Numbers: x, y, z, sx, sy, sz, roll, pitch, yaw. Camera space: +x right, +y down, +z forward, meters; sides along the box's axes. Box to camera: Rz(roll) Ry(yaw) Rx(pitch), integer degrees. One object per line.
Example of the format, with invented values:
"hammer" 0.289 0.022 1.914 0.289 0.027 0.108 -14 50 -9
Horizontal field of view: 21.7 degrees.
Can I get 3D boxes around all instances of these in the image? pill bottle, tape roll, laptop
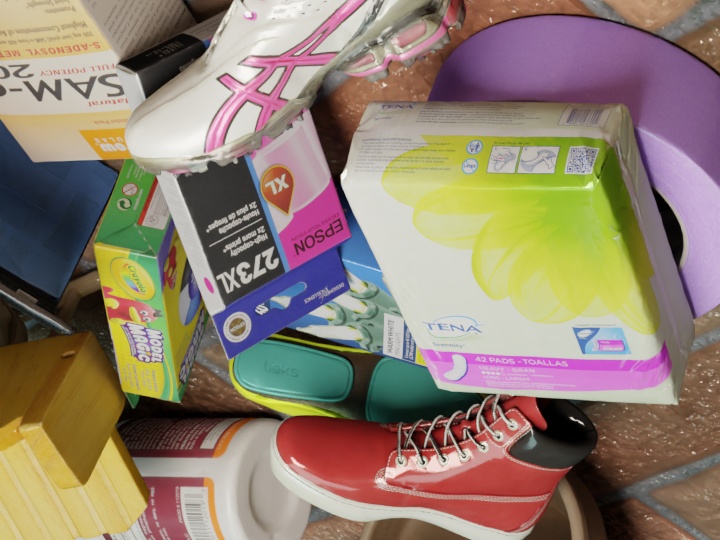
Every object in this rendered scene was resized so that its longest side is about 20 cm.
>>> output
"pill bottle" -0.148 0.176 1.512 0.199 0.115 0.114 -3 140 34
"tape roll" 0.126 -0.051 1.067 0.199 0.066 0.201 16 146 11
"laptop" -0.240 -0.061 1.155 0.187 0.116 0.200 32 174 -15

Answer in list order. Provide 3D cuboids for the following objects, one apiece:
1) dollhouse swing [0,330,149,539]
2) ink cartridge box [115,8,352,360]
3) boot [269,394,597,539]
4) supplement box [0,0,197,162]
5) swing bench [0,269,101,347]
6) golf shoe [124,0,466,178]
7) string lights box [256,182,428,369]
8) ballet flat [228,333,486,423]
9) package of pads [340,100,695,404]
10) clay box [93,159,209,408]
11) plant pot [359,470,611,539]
"dollhouse swing" -0.258 0.155 1.270 0.199 0.182 0.177 -10 114 12
"ink cartridge box" -0.066 -0.049 1.103 0.037 0.094 0.201 28 142 54
"boot" 0.048 0.108 1.241 0.199 0.073 0.145 14 139 -14
"supplement box" -0.182 -0.155 1.096 0.125 0.074 0.200 0 141 32
"swing bench" -0.328 0.002 1.360 0.199 0.130 0.199 -8 137 39
"golf shoe" -0.048 -0.126 1.007 0.199 0.073 0.092 -30 119 7
"string lights box" 0.000 0.000 1.221 0.199 0.059 0.103 16 147 11
"ballet flat" 0.003 0.089 1.352 0.199 0.067 0.067 14 168 8
"package of pads" 0.087 -0.009 1.030 0.154 0.068 0.200 3 142 26
"clay box" -0.129 0.000 1.248 0.047 0.115 0.200 10 147 8
"plant pot" 0.120 0.241 1.400 0.199 0.202 0.174 -5 155 36
